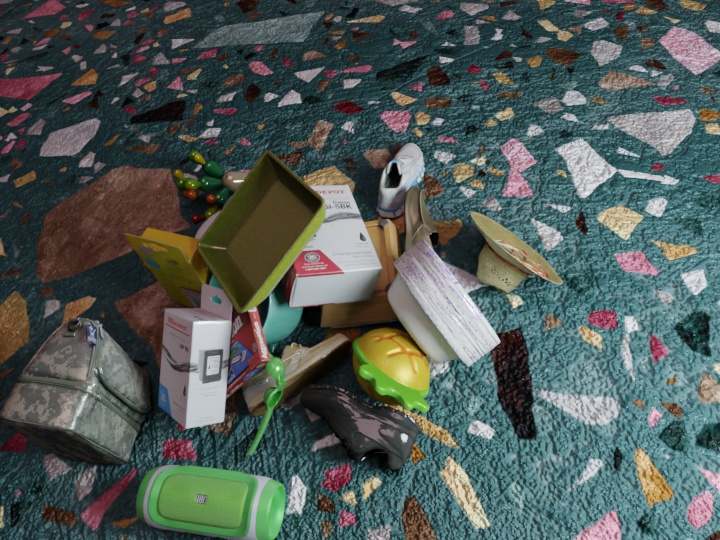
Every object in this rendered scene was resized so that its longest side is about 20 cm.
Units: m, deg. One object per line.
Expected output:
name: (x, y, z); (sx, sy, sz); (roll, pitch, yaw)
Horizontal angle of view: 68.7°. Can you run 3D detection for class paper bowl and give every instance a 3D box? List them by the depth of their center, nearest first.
paper bowl: (0.118, 0.060, 0.825); (0.104, 0.201, 0.202); (-38, 54, 7)

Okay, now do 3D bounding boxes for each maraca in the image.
maraca: (0.046, 0.151, 0.792); (0.136, 0.200, 0.108); (27, 100, -3)

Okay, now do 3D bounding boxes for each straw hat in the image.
straw hat: (0.246, -0.009, 0.919); (0.201, 0.200, 0.086); (49, 116, 34)

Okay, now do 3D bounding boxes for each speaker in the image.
speaker: (-0.212, 0.331, 0.752); (0.197, 0.089, 0.089); (2, 54, 11)

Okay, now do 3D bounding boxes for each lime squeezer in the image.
lime squeezer: (-0.148, 0.177, 0.806); (0.069, 0.038, 0.203); (-5, 82, 3)

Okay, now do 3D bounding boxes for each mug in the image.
mug: (-0.180, 0.066, 0.915); (0.151, 0.114, 0.187); (37, 107, 28)

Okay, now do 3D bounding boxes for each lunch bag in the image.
lunch bag: (-0.422, 0.189, 0.821); (0.137, 0.201, 0.170); (2, 55, 10)

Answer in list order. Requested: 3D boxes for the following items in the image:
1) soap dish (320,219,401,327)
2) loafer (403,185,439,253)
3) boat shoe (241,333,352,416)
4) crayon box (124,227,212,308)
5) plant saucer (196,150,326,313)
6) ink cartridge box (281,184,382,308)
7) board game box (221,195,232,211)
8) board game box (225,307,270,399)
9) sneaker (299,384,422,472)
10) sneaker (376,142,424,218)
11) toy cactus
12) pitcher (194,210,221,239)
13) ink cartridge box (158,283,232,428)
soap dish: (0.000, 0.000, 0.961); (0.155, 0.082, 0.202); (-6, 54, 5)
loafer: (0.117, -0.072, 1.003); (0.066, 0.076, 0.203); (-1, 64, 8)
boat shoe: (-0.108, 0.155, 0.870); (0.199, 0.074, 0.069); (-32, 61, -13)
crayon box: (-0.315, -0.004, 0.941); (0.125, 0.201, 0.051); (13, 57, 20)
plant saucer: (-0.147, -0.058, 0.807); (0.200, 0.048, 0.200); (-51, 47, 5)
ink cartridge box: (-0.066, -0.047, 0.877); (0.145, 0.083, 0.202); (-5, 51, -22)
board game box: (-0.157, -0.083, 0.981); (0.197, 0.039, 0.159); (-12, 52, -20)
board game box: (-0.208, 0.136, 0.835); (0.019, 0.200, 0.104); (3, 56, -41)
sneaker: (-0.011, 0.236, 0.798); (0.197, 0.076, 0.092); (15, 66, 23)
sneaker: (0.085, -0.207, 1.096); (0.074, 0.087, 0.202); (9, 55, 18)
toy cactus: (-0.318, -0.182, 1.159); (0.163, 0.103, 0.201); (-10, 48, -21)
pitcher: (-0.212, -0.062, 1.031); (0.170, 0.122, 0.200); (31, 52, 13)
ink cartridge box: (-0.261, 0.127, 0.830); (0.115, 0.066, 0.204); (10, 96, 48)
